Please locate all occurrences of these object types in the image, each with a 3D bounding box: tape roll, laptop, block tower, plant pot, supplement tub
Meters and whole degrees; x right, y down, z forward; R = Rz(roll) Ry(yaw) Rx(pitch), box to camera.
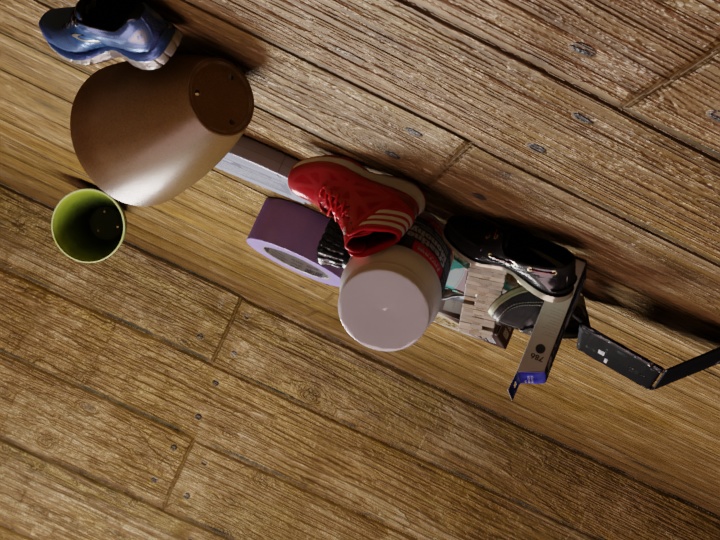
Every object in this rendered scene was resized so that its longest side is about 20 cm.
[{"bbox_3d":[-0.101,-0.050,1.892,0.200,0.085,0.200,23,170,4],"label":"tape roll"},{"bbox_3d":[0.422,0.104,1.487,0.200,0.103,0.177,30,172,16],"label":"laptop"},{"bbox_3d":[0.180,0.026,1.505,0.058,0.054,0.200,12,147,9],"label":"block tower"},{"bbox_3d":[-0.686,-0.122,2.718,0.187,0.188,0.200,25,-175,-2],"label":"plant pot"},{"bbox_3d":[-0.223,-0.185,1.264,0.186,0.187,0.200,31,155,-34],"label":"plant pot"},{"bbox_3d":[0.050,0.009,1.438,0.140,0.141,0.200,24,-151,0],"label":"supplement tub"}]

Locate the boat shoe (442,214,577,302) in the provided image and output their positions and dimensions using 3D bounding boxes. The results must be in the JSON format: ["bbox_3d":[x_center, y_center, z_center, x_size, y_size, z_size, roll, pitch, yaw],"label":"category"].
[{"bbox_3d":[0.195,-0.031,1.365,0.201,0.074,0.063,30,138,31],"label":"boat shoe"}]

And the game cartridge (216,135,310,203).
[{"bbox_3d":[-0.163,-0.164,1.581,0.200,0.041,0.133,23,174,9],"label":"game cartridge"}]

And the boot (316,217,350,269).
[{"bbox_3d":[0.000,0.001,1.616,0.157,0.211,0.080,21,136,6],"label":"boot"}]

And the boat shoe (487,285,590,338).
[{"bbox_3d":[0.269,0.067,1.504,0.201,0.072,0.066,6,-134,-43],"label":"boat shoe"}]

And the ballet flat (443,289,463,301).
[{"bbox_3d":[0.162,0.026,1.719,0.073,0.073,0.200,31,166,-35],"label":"ballet flat"}]

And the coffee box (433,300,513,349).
[{"bbox_3d":[0.170,0.057,1.815,0.200,0.080,0.113,21,169,21],"label":"coffee box"}]

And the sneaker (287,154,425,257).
[{"bbox_3d":[-0.025,-0.085,1.380,0.200,0.116,0.078,11,134,23],"label":"sneaker"}]

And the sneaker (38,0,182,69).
[{"bbox_3d":[-0.296,-0.286,1.181,0.200,0.079,0.089,10,154,33],"label":"sneaker"}]

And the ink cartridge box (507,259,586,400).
[{"bbox_3d":[0.255,0.085,1.411,0.039,0.200,0.099,22,171,16],"label":"ink cartridge box"}]

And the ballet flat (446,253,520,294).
[{"bbox_3d":[0.161,0.000,1.585,0.200,0.064,0.076,28,130,-13],"label":"ballet flat"}]
